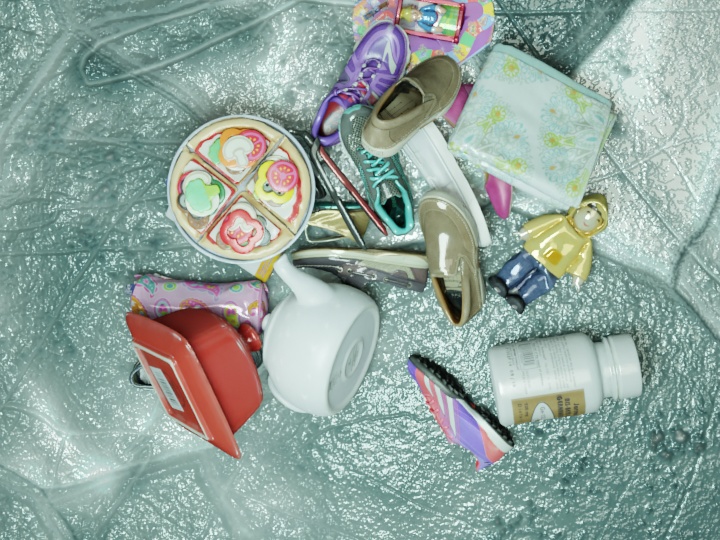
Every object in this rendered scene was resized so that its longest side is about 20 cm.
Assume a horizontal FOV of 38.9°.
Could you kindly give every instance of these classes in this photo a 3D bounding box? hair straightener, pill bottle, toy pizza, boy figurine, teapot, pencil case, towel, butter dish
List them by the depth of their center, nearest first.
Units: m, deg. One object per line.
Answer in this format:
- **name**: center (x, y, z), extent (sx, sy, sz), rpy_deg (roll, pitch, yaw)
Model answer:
- **toy pizza**: center (-0.160, -0.108, 1.360), extent (0.200, 0.032, 0.201), rpy_deg (0, 93, 1)
- **butter dish**: center (-0.199, 0.124, 1.380), extent (0.148, 0.199, 0.200), rpy_deg (-34, 116, -27)
- **towel**: center (0.237, -0.194, 1.384), extent (0.200, 0.048, 0.171), rpy_deg (27, 72, -5)
- **hair straightener**: center (-0.049, -0.107, 1.396), extent (0.077, 0.041, 0.200), rpy_deg (-37, 102, 1)
- **teapot**: center (-0.072, 0.101, 1.425), extent (0.146, 0.197, 0.200), rpy_deg (19, 85, 19)
- **pill bottle**: center (0.285, 0.148, 1.429), extent (0.199, 0.114, 0.115), rpy_deg (-10, 97, 5)
- **boy figurine**: center (0.278, -0.026, 1.434), extent (0.200, 0.064, 0.124), rpy_deg (-43, 90, 11)
- **pencil case**: center (-0.232, 0.049, 1.467), extent (0.199, 0.087, 0.088), rpy_deg (4, 97, 5)

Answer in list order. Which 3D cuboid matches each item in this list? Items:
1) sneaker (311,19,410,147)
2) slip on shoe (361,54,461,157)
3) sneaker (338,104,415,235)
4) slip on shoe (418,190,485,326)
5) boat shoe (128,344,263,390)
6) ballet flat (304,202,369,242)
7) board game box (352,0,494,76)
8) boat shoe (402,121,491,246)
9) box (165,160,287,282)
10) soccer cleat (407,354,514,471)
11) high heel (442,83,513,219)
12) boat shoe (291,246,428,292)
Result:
- **sneaker**: center (0.000, -0.249, 1.401), extent (0.081, 0.083, 0.200), rpy_deg (32, 108, -3)
- **slip on shoe**: center (0.071, -0.232, 1.350), extent (0.076, 0.061, 0.200), rpy_deg (35, 60, 18)
- **sneaker**: center (0.032, -0.133, 1.390), extent (0.077, 0.091, 0.200), rpy_deg (-26, 120, 2)
- **slip on shoe**: center (0.121, -0.014, 1.400), extent (0.076, 0.061, 0.200), rpy_deg (6, 129, 30)
- **boat shoe**: center (-0.239, 0.139, 1.490), extent (0.199, 0.062, 0.075), rpy_deg (-5, 95, 4)
- **ballet flat**: center (-0.087, -0.072, 1.451), extent (0.199, 0.069, 0.063), rpy_deg (7, 105, 4)
- **board game box**: center (0.088, -0.346, 1.416), extent (0.200, 0.039, 0.158), rpy_deg (-35, 94, 8)
- **boat shoe**: center (0.114, -0.115, 1.426), extent (0.068, 0.072, 0.200), rpy_deg (-28, 95, 3)
- **box**: center (-0.193, -0.076, 1.435), extent (0.200, 0.119, 0.042), rpy_deg (32, 55, -1)
- **soccer cleat**: center (0.131, 0.205, 1.473), extent (0.200, 0.068, 0.073), rpy_deg (44, 102, -5)
- **high heel**: center (0.153, -0.165, 1.417), extent (0.096, 0.067, 0.201), rpy_deg (-10, 91, -5)
- **boat shoe**: center (0.000, 0.000, 1.452), extent (0.199, 0.072, 0.065), rpy_deg (2, 93, -2)
